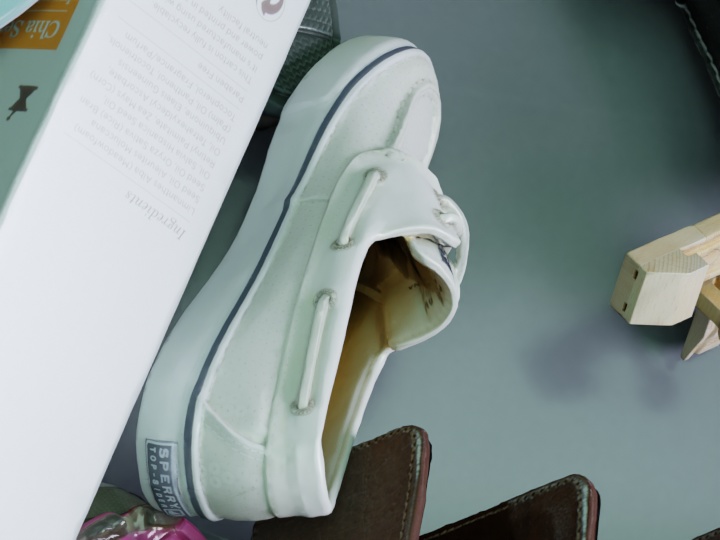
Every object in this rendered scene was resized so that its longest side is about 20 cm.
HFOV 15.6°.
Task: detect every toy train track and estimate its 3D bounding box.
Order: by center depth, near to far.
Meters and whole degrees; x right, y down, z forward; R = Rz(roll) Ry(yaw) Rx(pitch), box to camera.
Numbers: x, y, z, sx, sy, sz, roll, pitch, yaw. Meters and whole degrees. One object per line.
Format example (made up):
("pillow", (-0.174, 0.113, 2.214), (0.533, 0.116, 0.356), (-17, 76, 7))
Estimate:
("toy train track", (0.168, -0.020, 0.859), (0.200, 0.115, 0.033), (-23, 54, -31))

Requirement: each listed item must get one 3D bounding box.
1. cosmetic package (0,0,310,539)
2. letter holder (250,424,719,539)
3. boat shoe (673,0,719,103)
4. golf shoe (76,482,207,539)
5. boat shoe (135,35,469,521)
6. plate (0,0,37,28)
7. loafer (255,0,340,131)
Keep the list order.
("cosmetic package", (-0.104, -0.015, 0.766), (0.071, 0.101, 0.201), (36, 68, -39))
("letter holder", (0.027, 0.148, 0.729), (0.100, 0.142, 0.200), (34, 53, -25))
("boat shoe", (0.111, -0.124, 0.885), (0.068, 0.074, 0.200), (-8, 81, -10))
("golf shoe", (-0.127, 0.147, 0.782), (0.200, 0.092, 0.073), (-46, 116, -18))
("boat shoe", (0.000, 0.000, 0.805), (0.070, 0.071, 0.200), (7, 40, 20))
("plate", (-0.158, -0.144, 0.752), (0.199, 0.026, 0.201), (-2, 68, 6))
("loafer", (-0.071, -0.133, 0.876), (0.072, 0.063, 0.200), (-20, 83, -45))
